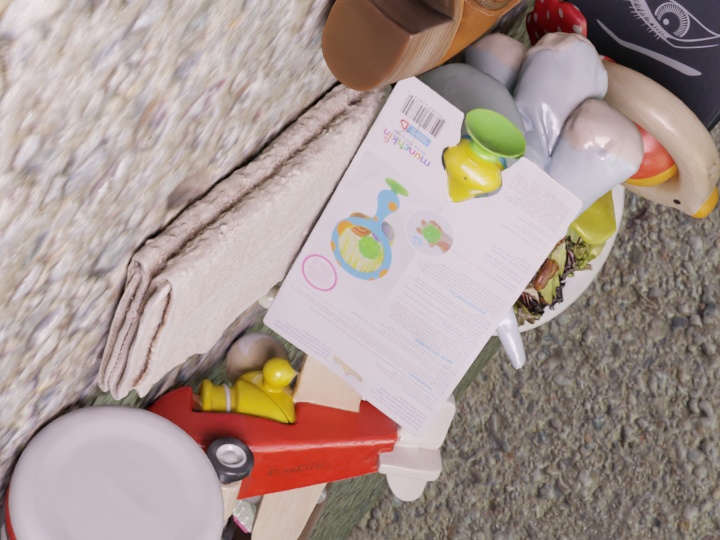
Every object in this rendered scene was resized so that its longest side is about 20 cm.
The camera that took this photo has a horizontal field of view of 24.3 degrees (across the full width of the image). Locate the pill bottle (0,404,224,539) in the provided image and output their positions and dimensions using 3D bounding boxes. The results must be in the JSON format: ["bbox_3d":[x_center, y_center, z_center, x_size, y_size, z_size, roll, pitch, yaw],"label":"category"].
[{"bbox_3d":[-0.154,0.171,0.941,0.116,0.116,0.200,-42,168,-39],"label":"pill bottle"}]

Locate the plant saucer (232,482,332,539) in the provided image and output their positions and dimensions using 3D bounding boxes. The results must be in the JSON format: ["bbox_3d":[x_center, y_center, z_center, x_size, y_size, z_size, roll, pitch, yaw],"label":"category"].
[{"bbox_3d":[-0.076,0.196,1.377,0.201,0.034,0.201,-50,-162,23],"label":"plant saucer"}]

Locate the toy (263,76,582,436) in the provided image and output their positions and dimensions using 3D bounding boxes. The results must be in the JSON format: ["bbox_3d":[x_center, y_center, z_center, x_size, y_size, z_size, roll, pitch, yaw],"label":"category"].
[{"bbox_3d":[0.035,-0.011,0.924,0.047,0.115,0.201,-47,171,-47],"label":"toy"}]

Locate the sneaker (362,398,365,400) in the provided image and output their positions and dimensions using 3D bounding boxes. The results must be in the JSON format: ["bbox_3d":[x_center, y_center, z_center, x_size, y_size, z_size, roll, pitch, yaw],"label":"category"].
[{"bbox_3d":[0.007,0.104,1.482,0.084,0.074,0.200,-6,-179,3],"label":"sneaker"}]

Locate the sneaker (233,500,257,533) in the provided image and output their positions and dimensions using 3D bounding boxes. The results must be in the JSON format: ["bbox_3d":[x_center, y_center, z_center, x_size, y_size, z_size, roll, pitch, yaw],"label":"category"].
[{"bbox_3d":[-0.084,0.139,1.269,0.087,0.074,0.200,-44,167,-10],"label":"sneaker"}]

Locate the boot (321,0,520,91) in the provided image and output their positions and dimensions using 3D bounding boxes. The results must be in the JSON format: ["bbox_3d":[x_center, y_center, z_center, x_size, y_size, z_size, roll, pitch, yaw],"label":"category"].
[{"bbox_3d":[0.072,-0.175,0.787,0.200,0.074,0.155,-42,177,40],"label":"boot"}]

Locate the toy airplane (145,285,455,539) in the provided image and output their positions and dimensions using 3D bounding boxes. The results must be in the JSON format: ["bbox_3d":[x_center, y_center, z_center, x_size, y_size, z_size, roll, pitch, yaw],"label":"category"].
[{"bbox_3d":[-0.038,0.093,1.105,0.199,0.142,0.199,-37,140,7],"label":"toy airplane"}]

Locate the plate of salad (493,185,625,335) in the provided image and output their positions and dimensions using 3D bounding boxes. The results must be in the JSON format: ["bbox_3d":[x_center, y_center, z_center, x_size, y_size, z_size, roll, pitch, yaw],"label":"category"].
[{"bbox_3d":[0.128,-0.041,1.289,0.200,0.200,0.048,-49,-146,-6],"label":"plate of salad"}]

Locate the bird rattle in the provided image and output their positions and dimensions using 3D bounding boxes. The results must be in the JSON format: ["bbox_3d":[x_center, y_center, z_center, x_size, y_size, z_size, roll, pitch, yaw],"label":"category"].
[{"bbox_3d":[0.179,-0.109,1.166,0.113,0.162,0.201,-48,145,-24],"label":"bird rattle"}]

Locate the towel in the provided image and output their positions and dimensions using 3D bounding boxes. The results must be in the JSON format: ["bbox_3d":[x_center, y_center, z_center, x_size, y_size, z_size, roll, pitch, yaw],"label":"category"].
[{"bbox_3d":[-0.059,-0.018,0.894,0.200,0.034,0.133,-44,170,-34],"label":"towel"}]

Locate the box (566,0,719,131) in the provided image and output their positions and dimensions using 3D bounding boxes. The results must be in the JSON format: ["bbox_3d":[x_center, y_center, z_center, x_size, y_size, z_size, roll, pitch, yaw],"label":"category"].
[{"bbox_3d":[0.253,-0.211,1.254,0.104,0.148,0.200,-39,167,-50],"label":"box"}]

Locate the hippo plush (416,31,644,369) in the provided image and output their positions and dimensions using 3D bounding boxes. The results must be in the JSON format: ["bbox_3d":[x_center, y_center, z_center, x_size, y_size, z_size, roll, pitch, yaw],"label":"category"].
[{"bbox_3d":[0.055,-0.067,1.038,0.160,0.159,0.201,4,125,-46],"label":"hippo plush"}]
